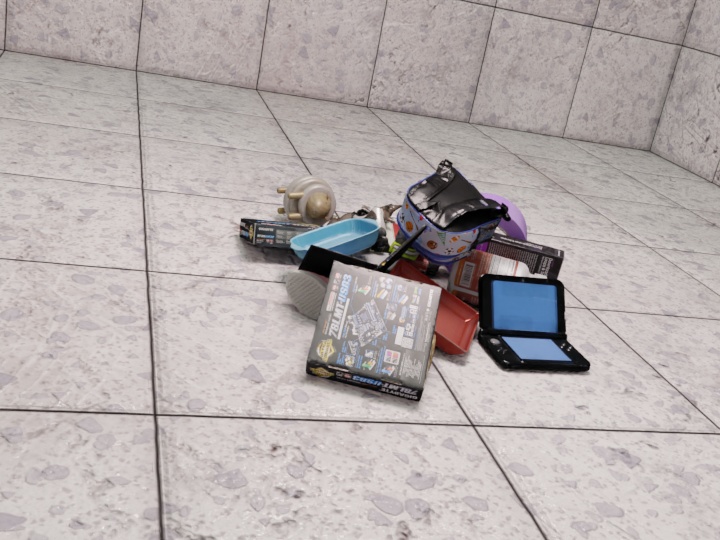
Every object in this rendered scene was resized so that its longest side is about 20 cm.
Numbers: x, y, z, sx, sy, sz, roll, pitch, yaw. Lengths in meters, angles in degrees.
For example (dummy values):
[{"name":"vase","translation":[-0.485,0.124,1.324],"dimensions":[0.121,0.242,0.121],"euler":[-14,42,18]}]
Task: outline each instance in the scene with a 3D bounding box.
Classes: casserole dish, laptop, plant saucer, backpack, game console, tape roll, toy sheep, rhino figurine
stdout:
[{"name":"casserole dish","translation":[-0.050,-0.058,1.721],"dimensions":[0.197,0.040,0.120],"euler":[-20,24,-30]},{"name":"laptop","translation":[-0.002,-0.037,1.618],"dimensions":[0.199,0.187,0.116],"euler":[-40,87,-20]},{"name":"plant saucer","translation":[0.128,0.074,1.618],"dimensions":[0.198,0.037,0.200],"euler":[34,23,3]},{"name":"backpack","translation":[0.165,-0.106,1.710],"dimensions":[0.188,0.156,0.200],"euler":[-17,49,-45]},{"name":"game console","translation":[0.331,0.100,1.623],"dimensions":[0.195,0.119,0.176],"euler":[4,22,-19]},{"name":"tape roll","translation":[0.270,-0.069,1.887],"dimensions":[0.195,0.203,0.066],"euler":[13,38,3]},{"name":"toy sheep","translation":[-0.127,-0.164,2.030],"dimensions":[0.135,0.141,0.200],"euler":[3,16,-23]},{"name":"rhino figurine","translation":[0.007,-0.114,1.957],"dimensions":[0.196,0.061,0.088],"euler":[-19,13,3]}]

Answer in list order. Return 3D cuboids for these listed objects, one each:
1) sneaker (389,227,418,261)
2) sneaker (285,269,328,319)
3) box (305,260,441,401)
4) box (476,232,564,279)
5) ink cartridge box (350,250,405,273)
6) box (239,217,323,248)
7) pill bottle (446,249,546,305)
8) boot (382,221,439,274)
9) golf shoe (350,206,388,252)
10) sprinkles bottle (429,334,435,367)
[{"name":"sneaker","translation":[0.124,-0.081,1.858],"dimensions":[0.073,0.082,0.200],"euler":[24,20,9]},{"name":"sneaker","translation":[-0.040,0.053,1.596],"dimensions":[0.197,0.077,0.104],"euler":[24,22,20]},{"name":"box","translation":[0.025,0.097,1.410],"dimensions":[0.194,0.050,0.203],"euler":[12,56,3]},{"name":"box","translation":[0.331,-0.003,1.847],"dimensions":[0.196,0.145,0.036],"euler":[17,39,9]},{"name":"ink cartridge box","translation":[0.000,0.000,1.771],"dimensions":[0.195,0.061,0.104],"euler":[8,20,-11]},{"name":"box","translation":[-0.154,-0.078,1.853],"dimensions":[0.195,0.047,0.159],"euler":[5,6,-19]},{"name":"pill bottle","translation":[0.286,0.027,1.790],"dimensions":[0.196,0.115,0.112],"euler":[16,21,9]},{"name":"boot","translation":[0.117,-0.054,1.968],"dimensions":[0.141,0.074,0.201],"euler":[8,29,-14]},{"name":"golf shoe","translation":[-0.001,-0.084,1.861],"dimensions":[0.076,0.097,0.198],"euler":[10,-13,-34]},{"name":"sprinkles bottle","translation":[0.029,0.120,1.467],"dimensions":[0.195,0.070,0.068],"euler":[13,20,2]}]
